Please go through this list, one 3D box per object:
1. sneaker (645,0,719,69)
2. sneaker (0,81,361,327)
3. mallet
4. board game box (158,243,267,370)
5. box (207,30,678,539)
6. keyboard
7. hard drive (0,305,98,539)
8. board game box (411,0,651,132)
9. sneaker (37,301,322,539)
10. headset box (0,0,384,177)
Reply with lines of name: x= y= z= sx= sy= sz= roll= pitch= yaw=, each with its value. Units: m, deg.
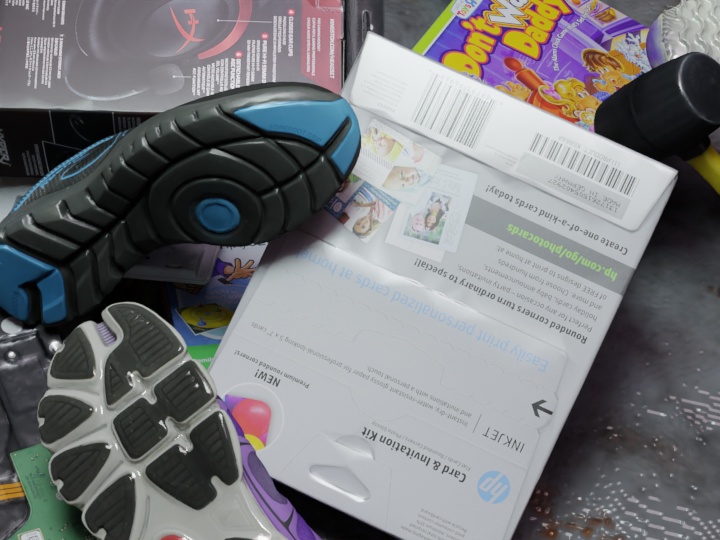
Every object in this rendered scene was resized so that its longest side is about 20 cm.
sneaker: x=0.218 y=-0.078 z=1.018 sx=0.200 sy=0.100 sz=0.070 roll=12 pitch=59 yaw=-26
sneaker: x=-0.086 y=-0.046 z=0.887 sx=0.200 sy=0.073 sz=0.082 roll=-20 pitch=31 yaw=26
mallet: x=0.190 y=-0.018 z=0.962 sx=0.200 sy=0.066 sz=0.041 roll=52 pitch=50 yaw=-19
board game box: x=0.000 y=0.000 z=0.979 sx=0.200 sy=0.034 sz=0.136 roll=-6 pitch=50 yaw=-12
box: x=0.031 y=0.016 z=0.886 sx=0.156 sy=0.041 sz=0.200 roll=24 pitch=84 yaw=7
keyboard: x=-0.163 y=-0.024 z=0.973 sx=0.200 sy=0.011 sz=0.056 roll=5 pitch=48 yaw=14
hard drive: x=-0.177 y=0.105 z=0.866 sx=0.140 sy=0.038 sz=0.200 roll=-16 pitch=52 yaw=-19
board game box: x=0.084 y=-0.073 z=0.997 sx=0.134 sy=0.045 sz=0.200 roll=30 pitch=43 yaw=6
sneaker: x=-0.065 y=0.106 z=0.838 sx=0.081 sy=0.083 sz=0.200 roll=-35 pitch=78 yaw=5
headset box: x=-0.087 y=-0.124 z=0.981 sx=0.200 sy=0.075 sz=0.149 roll=1 pitch=66 yaw=-3
